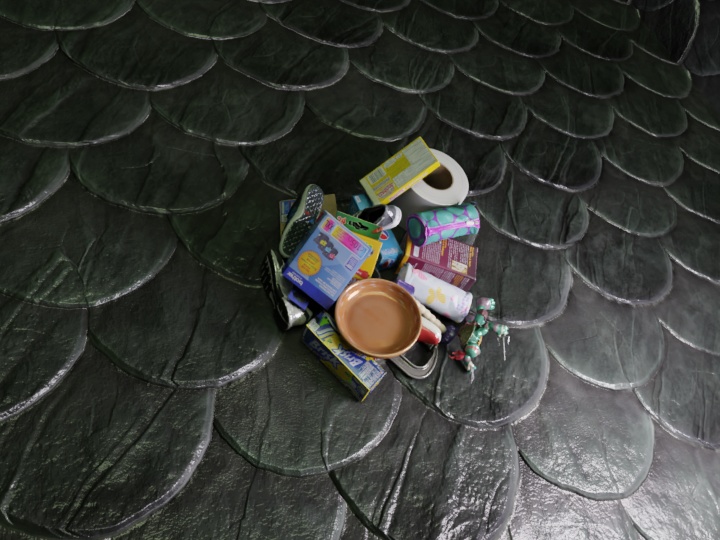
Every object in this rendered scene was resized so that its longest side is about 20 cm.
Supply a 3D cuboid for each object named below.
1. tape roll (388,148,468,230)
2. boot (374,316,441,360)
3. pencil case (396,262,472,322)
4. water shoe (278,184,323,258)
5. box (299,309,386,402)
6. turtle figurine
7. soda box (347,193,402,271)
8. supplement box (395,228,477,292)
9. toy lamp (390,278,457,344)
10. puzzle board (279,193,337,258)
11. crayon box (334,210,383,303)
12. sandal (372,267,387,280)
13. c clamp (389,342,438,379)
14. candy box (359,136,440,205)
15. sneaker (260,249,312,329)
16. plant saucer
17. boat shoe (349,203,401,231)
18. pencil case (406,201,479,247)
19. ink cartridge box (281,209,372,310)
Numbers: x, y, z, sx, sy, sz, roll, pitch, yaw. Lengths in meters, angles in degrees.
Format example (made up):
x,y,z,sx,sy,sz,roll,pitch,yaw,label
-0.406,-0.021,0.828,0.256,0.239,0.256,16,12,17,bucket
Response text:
x,y,z,sx,sy,sz,roll,pitch,yaw,label
0.183,-0.217,1.609,0.198,0.140,0.206,10,54,-15,tape roll
0.079,0.164,1.328,0.196,0.073,0.146,18,55,7,boot
0.180,0.056,1.449,0.197,0.091,0.085,25,96,-6,pencil case
-0.148,-0.113,1.412,0.071,0.078,0.203,35,65,-24,water shoe
-0.041,0.188,1.285,0.200,0.070,0.064,44,53,12,box
0.280,0.159,1.379,0.100,0.150,0.202,36,35,-13,turtle figurine
0.035,-0.101,1.516,0.063,0.068,0.203,-11,61,-26,soda box
0.199,-0.026,1.516,0.196,0.086,0.112,19,51,-7,supplement box
0.148,0.096,1.388,0.199,0.058,0.059,41,49,-14,toy lamp
-0.127,-0.112,1.457,0.147,0.018,0.203,-8,48,-2,puzzle board
-0.029,-0.023,1.366,0.124,0.051,0.204,17,96,-11,crayon box
-0.001,0.000,1.448,0.199,0.043,0.076,39,52,8,sandal
0.114,0.157,1.394,0.200,0.027,0.170,45,53,13,c clamp
0.101,-0.253,1.511,0.198,0.026,0.103,-35,60,7,candy box
-0.173,0.042,1.346,0.079,0.074,0.203,-4,63,-37,sneaker
0.038,0.109,1.290,0.195,0.038,0.204,5,53,-6,plant saucer
0.007,-0.118,1.436,0.067,0.197,0.074,15,69,-44,boat shoe
0.213,-0.118,1.475,0.197,0.087,0.092,-15,19,-30,pencil case
-0.086,-0.011,1.297,0.135,0.076,0.201,36,95,-12,ink cartridge box
